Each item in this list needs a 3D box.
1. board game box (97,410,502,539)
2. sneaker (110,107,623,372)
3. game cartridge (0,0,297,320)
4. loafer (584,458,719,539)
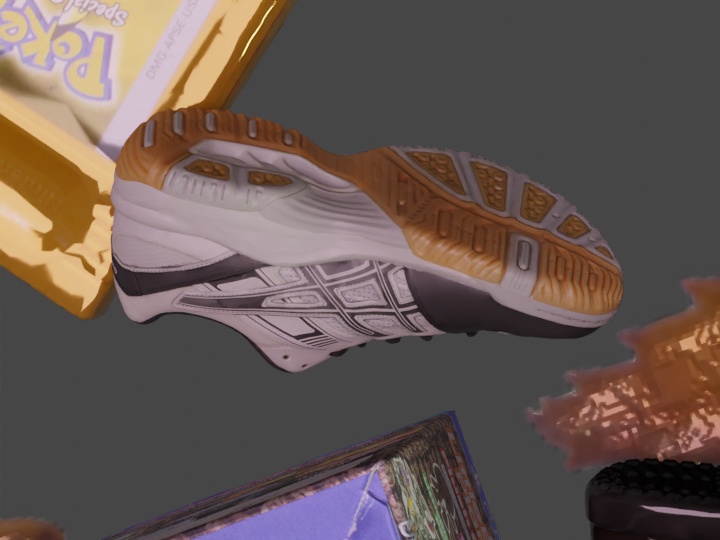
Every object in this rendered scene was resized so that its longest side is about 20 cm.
[{"bbox_3d":[-0.033,0.130,1.073,0.159,0.200,0.097,-21,89,9],"label":"board game box"},{"bbox_3d":[0.000,0.000,1.140,0.199,0.076,0.088,14,122,1],"label":"sneaker"},{"bbox_3d":[-0.125,-0.110,1.168,0.176,0.032,0.201,33,95,7],"label":"game cartridge"},{"bbox_3d":[0.181,0.119,1.111,0.199,0.073,0.072,8,104,12],"label":"loafer"}]
